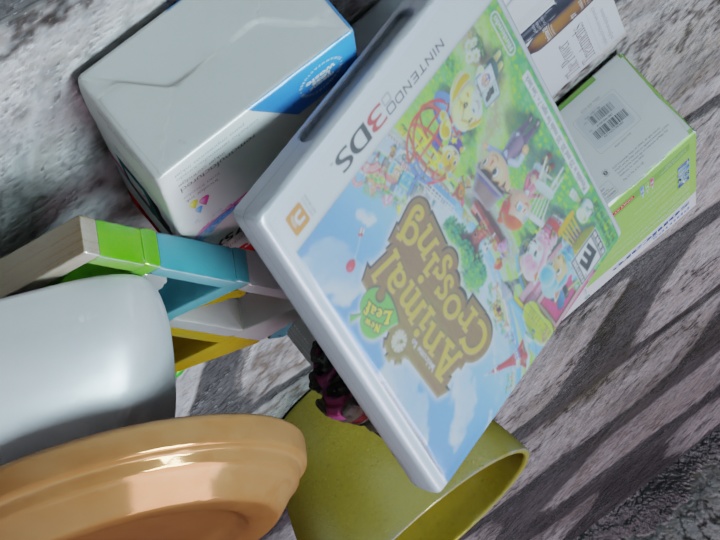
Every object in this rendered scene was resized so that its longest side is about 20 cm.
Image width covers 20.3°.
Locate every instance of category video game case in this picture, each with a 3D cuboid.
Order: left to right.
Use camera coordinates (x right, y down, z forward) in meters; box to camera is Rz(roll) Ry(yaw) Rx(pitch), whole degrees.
[{"bbox_3d":[0.041,-0.022,0.972,0.182,0.022,0.200,-52,132,-24],"label":"video game case"}]

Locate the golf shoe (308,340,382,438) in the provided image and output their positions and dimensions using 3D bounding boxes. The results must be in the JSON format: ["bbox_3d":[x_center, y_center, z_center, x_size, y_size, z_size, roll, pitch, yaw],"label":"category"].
[{"bbox_3d":[0.039,-0.008,1.049,0.092,0.072,0.201,22,79,-32],"label":"golf shoe"}]

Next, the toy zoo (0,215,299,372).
[{"bbox_3d":[-0.107,0.019,1.011,0.131,0.021,0.199,-25,157,35],"label":"toy zoo"}]

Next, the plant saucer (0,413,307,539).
[{"bbox_3d":[-0.119,0.123,0.977,0.199,0.038,0.200,-16,160,-6],"label":"plant saucer"}]

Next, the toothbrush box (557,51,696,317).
[{"bbox_3d":[0.171,-0.057,1.500,0.145,0.086,0.200,-41,163,-1],"label":"toothbrush box"}]

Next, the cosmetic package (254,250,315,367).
[{"bbox_3d":[0.000,0.000,1.172,0.090,0.107,0.200,-37,173,-10],"label":"cosmetic package"}]

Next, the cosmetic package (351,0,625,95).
[{"bbox_3d":[0.072,-0.132,1.153,0.151,0.052,0.200,-40,163,5],"label":"cosmetic package"}]

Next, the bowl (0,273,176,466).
[{"bbox_3d":[-0.182,0.084,0.983,0.199,0.075,0.200,-14,160,-8],"label":"bowl"}]

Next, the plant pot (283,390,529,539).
[{"bbox_3d":[0.014,0.155,1.591,0.200,0.142,0.200,-36,163,-13],"label":"plant pot"}]

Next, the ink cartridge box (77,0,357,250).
[{"bbox_3d":[-0.060,-0.067,0.994,0.116,0.067,0.200,-38,164,-8],"label":"ink cartridge box"}]

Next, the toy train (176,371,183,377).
[{"bbox_3d":[-0.183,0.085,1.163,0.200,0.042,0.057,-37,152,-14],"label":"toy train"}]
